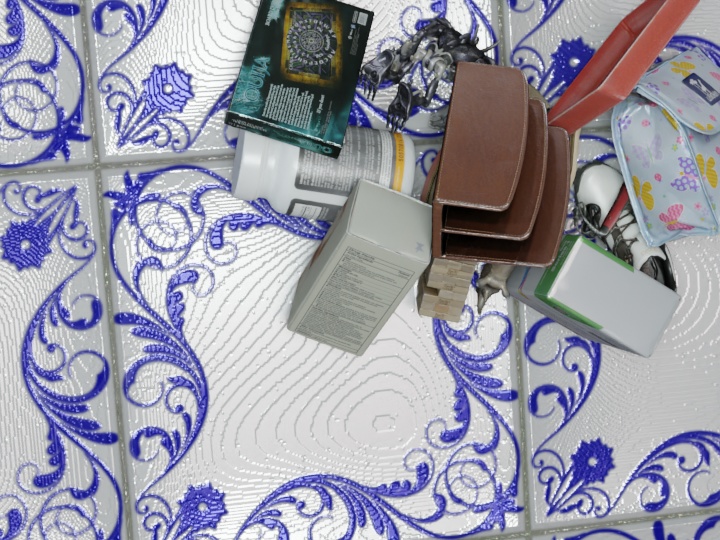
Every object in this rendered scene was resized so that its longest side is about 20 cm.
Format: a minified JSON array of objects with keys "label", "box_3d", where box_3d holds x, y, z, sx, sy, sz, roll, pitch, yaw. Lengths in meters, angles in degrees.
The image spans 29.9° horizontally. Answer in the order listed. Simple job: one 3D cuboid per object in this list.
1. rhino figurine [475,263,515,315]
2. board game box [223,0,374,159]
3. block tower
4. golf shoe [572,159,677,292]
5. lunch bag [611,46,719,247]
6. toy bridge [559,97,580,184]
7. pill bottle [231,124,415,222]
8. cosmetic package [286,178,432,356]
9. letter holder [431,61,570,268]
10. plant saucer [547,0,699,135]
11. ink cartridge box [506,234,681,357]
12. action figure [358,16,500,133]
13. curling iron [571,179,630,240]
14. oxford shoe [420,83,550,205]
[{"label":"rhino figurine","box_3d":[0.177,-0.041,1.593,0.059,0.087,0.201,23,93,-11]},{"label":"board game box","box_3d":[-0.067,-0.232,1.530,0.134,0.028,0.201,17,59,-6]},{"label":"block tower","box_3d":[0.115,-0.040,1.590,0.057,0.054,0.201,12,119,-9]},{"label":"golf shoe","box_3d":[0.333,-0.047,1.645,0.078,0.094,0.201,-34,99,-4]},{"label":"lunch bag","box_3d":[0.390,-0.152,1.596,0.169,0.127,0.201,-28,100,-47]},{"label":"toy bridge","box_3d":[0.221,-0.108,1.651,0.067,0.027,0.201,31,91,-12]},{"label":"pill bottle","box_3d":[-0.044,-0.116,1.558,0.198,0.116,0.117,9,95,-11]},{"label":"cosmetic package","box_3d":[0.000,0.000,1.535,0.103,0.200,0.088,22,50,-12]},{"label":"letter holder","box_3d":[0.159,-0.114,1.460,0.141,0.101,0.201,7,55,7]},{"label":"plant saucer","box_3d":[0.300,-0.241,1.542,0.037,0.200,0.200,40,74,-4]},{"label":"ink cartridge box","box_3d":[0.262,0.024,1.586,0.144,0.200,0.084,30,87,-12]},{"label":"action figure","box_3d":[0.081,-0.229,1.577,0.119,0.102,0.200,47,44,14]},{"label":"curling iron","box_3d":[0.315,-0.104,1.620,0.050,0.026,0.200,42,56,5]},{"label":"oxford shoe","box_3d":[0.145,-0.137,1.590,0.075,0.070,0.201,41,107,20]}]
